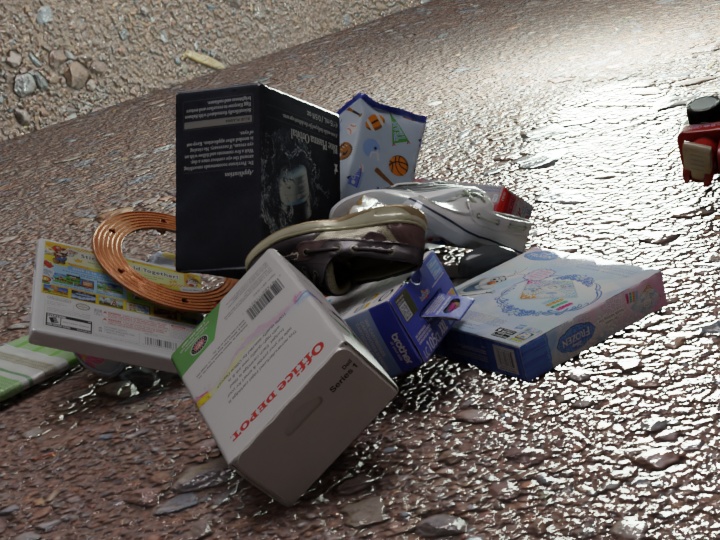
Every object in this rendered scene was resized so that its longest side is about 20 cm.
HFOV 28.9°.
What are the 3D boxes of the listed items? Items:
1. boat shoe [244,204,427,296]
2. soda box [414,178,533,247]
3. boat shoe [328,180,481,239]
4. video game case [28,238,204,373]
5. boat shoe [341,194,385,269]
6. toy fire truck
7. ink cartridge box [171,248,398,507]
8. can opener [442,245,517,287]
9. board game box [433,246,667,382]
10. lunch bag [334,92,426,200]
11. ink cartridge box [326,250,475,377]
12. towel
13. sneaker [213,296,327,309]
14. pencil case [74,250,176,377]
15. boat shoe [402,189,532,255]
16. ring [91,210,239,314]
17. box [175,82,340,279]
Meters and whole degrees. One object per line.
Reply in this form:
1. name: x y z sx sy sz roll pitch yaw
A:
1. boat shoe: -0.026 -0.008 1.358 0.197 0.072 0.066 -15 55 21
2. soda box: 0.120 -0.071 1.755 0.063 0.071 0.199 28 -12 -39
3. boat shoe: 0.051 -0.072 1.644 0.197 0.073 0.068 -11 18 -18
4. video game case: -0.272 0.041 1.576 0.197 0.023 0.183 13 31 -18
5. boat shoe: 0.017 -0.033 1.493 0.068 0.072 0.200 14 21 4
6. toy fire truck: 0.470 -0.151 1.724 0.174 0.130 0.201 -3 32 28
7. ink cartridge box: -0.072 0.092 1.250 0.145 0.084 0.200 -47 33 3
8. can opener: 0.078 -0.002 1.552 0.197 0.068 0.054 -1 34 -18
9. board game box: 0.178 0.040 1.447 0.197 0.044 0.199 -26 21 -28
10. lunch bag: -0.015 -0.113 1.798 0.122 0.172 0.200 20 -16 -16
11. ink cartridge box: 0.014 0.057 1.375 0.198 0.077 0.136 -27 10 30
12. towel: -0.433 0.131 1.660 0.199 0.031 0.148 -25 23 -39
13. sneaker: -0.074 0.046 1.541 0.197 0.092 0.078 -18 16 -18
14. pencil case: -0.267 0.049 1.674 0.082 0.092 0.200 -6 20 25
15. boat shoe: 0.122 -0.062 1.594 0.073 0.068 0.199 29 5 42
16. ring: -0.222 -0.007 1.650 0.198 0.019 0.201 18 30 -11
17. box: -0.112 -0.092 1.582 0.116 0.203 0.196 -3 -5 25
